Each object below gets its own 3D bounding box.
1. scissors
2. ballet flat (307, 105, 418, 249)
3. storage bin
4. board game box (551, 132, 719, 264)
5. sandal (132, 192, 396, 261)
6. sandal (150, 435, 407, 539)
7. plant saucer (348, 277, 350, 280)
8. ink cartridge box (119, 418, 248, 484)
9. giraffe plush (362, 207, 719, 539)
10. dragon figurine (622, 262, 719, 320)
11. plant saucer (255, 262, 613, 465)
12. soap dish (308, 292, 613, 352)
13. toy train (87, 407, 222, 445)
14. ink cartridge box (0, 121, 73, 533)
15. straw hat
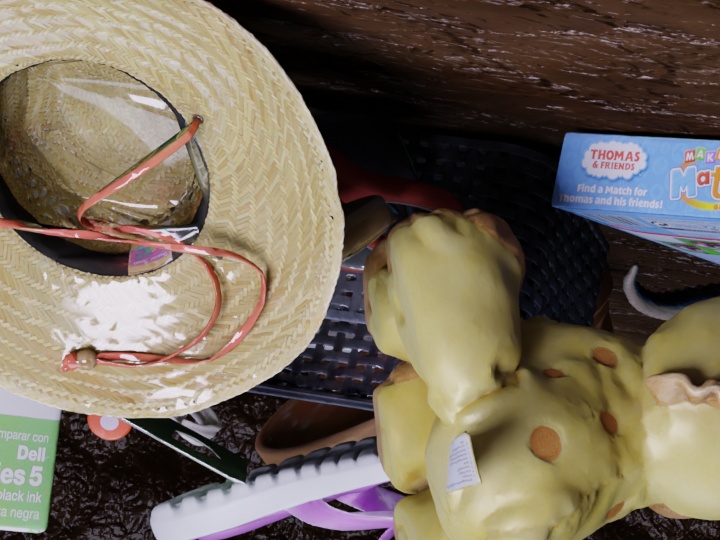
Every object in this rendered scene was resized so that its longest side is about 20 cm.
[{"bbox_3d":[-0.033,-0.046,1.159,0.073,0.014,0.200,-14,150,32],"label":"scissors"},{"bbox_3d":[-0.074,-0.042,1.259,0.198,0.074,0.073,-2,174,6],"label":"ballet flat"},{"bbox_3d":[0.000,0.000,1.342,0.199,0.094,0.135,7,161,21],"label":"storage bin"},{"bbox_3d":[0.198,-0.018,1.238,0.151,0.037,0.199,5,172,39],"label":"board game box"},{"bbox_3d":[-0.078,-0.010,1.178,0.199,0.054,0.080,-6,-157,39],"label":"sandal"},{"bbox_3d":[-0.001,0.105,1.348,0.202,0.050,0.082,-15,-177,30],"label":"sandal"},{"bbox_3d":[-0.032,-0.025,1.527,0.198,0.048,0.200,8,175,17],"label":"plant saucer"},{"bbox_3d":[-0.131,0.028,1.342,0.199,0.048,0.146,26,180,-2],"label":"ink cartridge box"},{"bbox_3d":[0.099,0.054,1.145,0.161,0.174,0.200,-8,-170,-10],"label":"giraffe plush"},{"bbox_3d":[0.205,0.017,1.482,0.200,0.100,0.059,34,165,-26],"label":"dragon figurine"},{"bbox_3d":[0.042,0.055,1.486,0.199,0.038,0.200,-27,-171,5],"label":"plant saucer"},{"bbox_3d":[0.054,0.021,1.686,0.156,0.082,0.200,8,174,19],"label":"soap dish"},{"bbox_3d":[-0.141,-0.001,1.493,0.200,0.056,0.150,51,-156,23],"label":"toy train"},{"bbox_3d":[-0.184,-0.004,1.184,0.084,0.202,0.145,10,176,-40],"label":"ink cartridge box"},{"bbox_3d":[-0.097,-0.048,1.096,0.200,0.202,0.085,10,-144,-1],"label":"straw hat"}]
